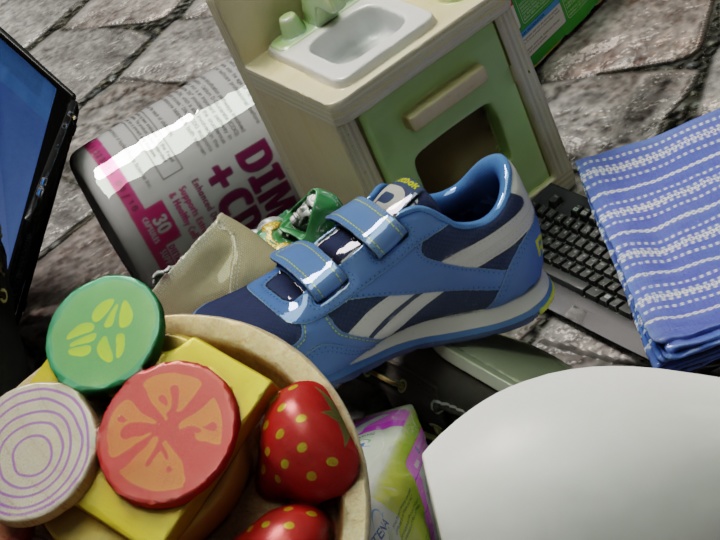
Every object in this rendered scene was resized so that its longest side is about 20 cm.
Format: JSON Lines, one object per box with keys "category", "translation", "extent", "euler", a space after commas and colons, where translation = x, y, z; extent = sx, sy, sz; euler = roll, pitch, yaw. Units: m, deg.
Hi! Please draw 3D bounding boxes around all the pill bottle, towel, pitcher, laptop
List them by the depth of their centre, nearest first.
{"category": "pitcher", "translation": [0.134, 0.114, 0.809], "extent": [0.198, 0.122, 0.172], "euler": [-12, 46, 0]}
{"category": "towel", "translation": [0.196, -0.031, 1.008], "extent": [0.144, 0.024, 0.201], "euler": [-22, 33, 7]}
{"category": "laptop", "translation": [-0.245, -0.037, 1.202], "extent": [0.102, 0.178, 0.201], "euler": [17, 37, -6]}
{"category": "pill bottle", "translation": [-0.071, -0.073, 1.208], "extent": [0.199, 0.114, 0.113], "euler": [-32, 32, -9]}

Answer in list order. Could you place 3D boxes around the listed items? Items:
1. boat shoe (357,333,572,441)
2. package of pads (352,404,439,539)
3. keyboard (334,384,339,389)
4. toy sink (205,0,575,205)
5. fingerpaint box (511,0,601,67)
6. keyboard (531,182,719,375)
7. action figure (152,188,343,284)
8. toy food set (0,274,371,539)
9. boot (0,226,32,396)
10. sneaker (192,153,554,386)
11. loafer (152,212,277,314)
{"category": "boat shoe", "translation": [0.044, 0.055, 0.996], "extent": [0.071, 0.061, 0.201], "euler": [9, 13, -36]}
{"category": "package of pads", "translation": [-0.040, 0.132, 0.875], "extent": [0.153, 0.069, 0.200], "euler": [-17, 8, 13]}
{"category": "keyboard", "translation": [-0.070, 0.091, 1.010], "extent": [0.200, 0.011, 0.056], "euler": [-45, 34, 5]}
{"category": "toy sink", "translation": [0.021, -0.105, 1.108], "extent": [0.130, 0.201, 0.112], "euler": [-36, 33, -17]}
{"category": "fingerpaint box", "translation": [0.079, -0.205, 1.329], "extent": [0.166, 0.074, 0.200], "euler": [14, 50, 46]}
{"category": "keyboard", "translation": [0.159, -0.013, 1.048], "extent": [0.127, 0.021, 0.200], "euler": [-38, 35, -17]}
{"category": "action figure", "translation": [-0.082, 0.029, 1.072], "extent": [0.200, 0.055, 0.118], "euler": [-44, 42, 10]}
{"category": "toy food set", "translation": [-0.092, 0.105, 0.770], "extent": [0.197, 0.049, 0.201], "euler": [26, 76, 30]}
{"category": "boot", "translation": [-0.235, 0.059, 1.024], "extent": [0.073, 0.152, 0.200], "euler": [-16, 9, 26]}
{"category": "sneaker", "translation": [0.000, 0.000, 0.931], "extent": [0.199, 0.083, 0.074], "euler": [-18, 30, -23]}
{"category": "loafer", "translation": [-0.124, 0.039, 1.003], "extent": [0.199, 0.069, 0.076], "euler": [-32, -2, -4]}
